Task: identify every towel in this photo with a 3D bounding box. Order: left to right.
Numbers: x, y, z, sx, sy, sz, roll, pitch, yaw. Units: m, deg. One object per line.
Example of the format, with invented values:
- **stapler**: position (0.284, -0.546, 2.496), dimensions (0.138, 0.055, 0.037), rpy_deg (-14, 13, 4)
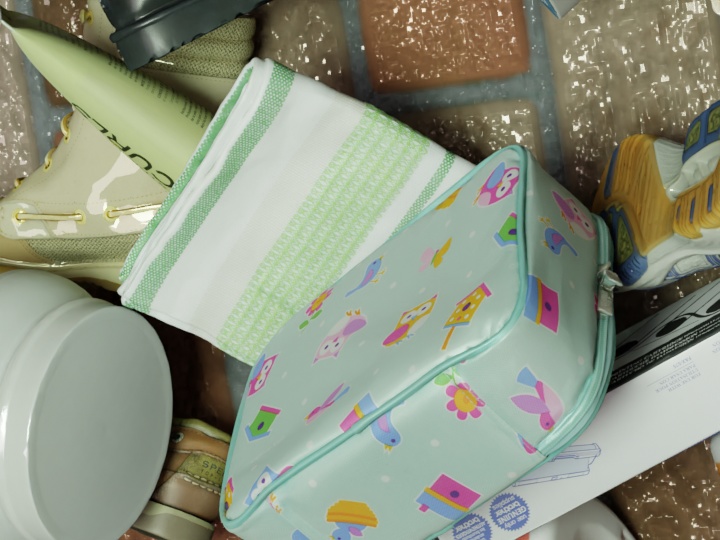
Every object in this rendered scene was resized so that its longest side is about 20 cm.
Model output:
- **towel**: position (0.000, 0.000, 1.124), dimensions (0.199, 0.031, 0.149), rpy_deg (27, 116, -16)

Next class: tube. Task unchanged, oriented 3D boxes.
- **tube**: position (-0.097, -0.067, 1.138), dimensions (0.200, 0.052, 0.058), rpy_deg (37, 142, -16)

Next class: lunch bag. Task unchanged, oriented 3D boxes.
- **lunch bag**: position (0.030, 0.042, 1.045), dimensions (0.200, 0.161, 0.077), rpy_deg (-37, 113, 28)

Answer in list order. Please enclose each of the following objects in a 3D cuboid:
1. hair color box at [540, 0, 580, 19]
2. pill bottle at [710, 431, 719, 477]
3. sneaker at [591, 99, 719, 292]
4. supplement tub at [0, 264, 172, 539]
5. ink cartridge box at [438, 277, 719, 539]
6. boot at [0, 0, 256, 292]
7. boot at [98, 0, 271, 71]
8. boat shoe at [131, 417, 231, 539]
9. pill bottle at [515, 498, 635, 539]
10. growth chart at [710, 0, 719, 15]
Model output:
- **hair color box**: position (0.133, -0.207, 1.002), dimensions (0.200, 0.100, 0.061), rpy_deg (-44, 75, 4)
- **pill bottle**: position (0.240, 0.147, 1.036), dimensions (0.112, 0.112, 0.201), rpy_deg (-21, 88, 28)
- **sneaker**: position (0.166, -0.023, 1.036), dimensions (0.088, 0.200, 0.076), rpy_deg (12, 82, -15)
- **supplement tub**: position (-0.210, 0.065, 1.175), dimensions (0.199, 0.144, 0.145), rpy_deg (7, 102, 29)
- **ink cartridge box**: position (0.125, 0.060, 1.072), dimensions (0.199, 0.094, 0.044), rpy_deg (-31, 98, 20)
- **boot**: position (-0.148, -0.071, 1.219), dimensions (0.199, 0.073, 0.156), rpy_deg (6, 103, 20)
- **boot**: position (-0.071, -0.204, 1.100), dimensions (0.198, 0.073, 0.163), rpy_deg (-28, 99, -10)
- **boat shoe**: position (-0.149, 0.094, 1.261), dimensions (0.199, 0.072, 0.068), rpy_deg (16, 79, 30)
- **pill bottle**: position (0.044, 0.194, 1.146), dimensions (0.199, 0.112, 0.113), rpy_deg (-30, 84, 28)
- **growth chart**: position (0.112, -0.190, 1.068), dimensions (0.199, 0.018, 0.146), rpy_deg (9, 89, 13)
